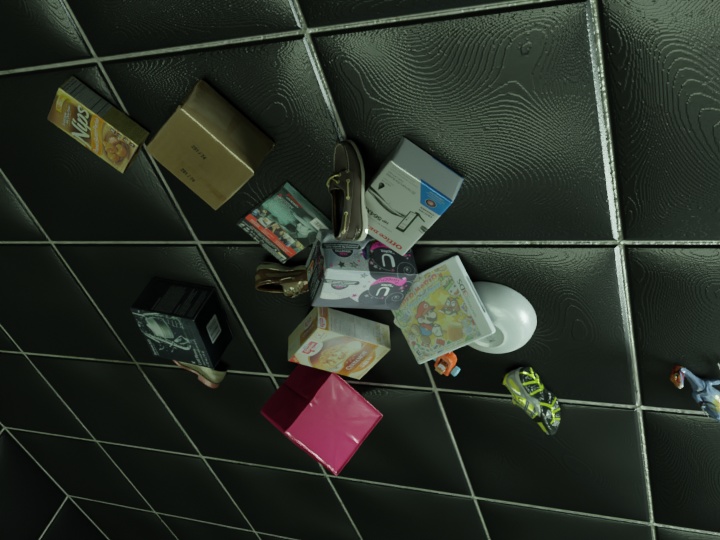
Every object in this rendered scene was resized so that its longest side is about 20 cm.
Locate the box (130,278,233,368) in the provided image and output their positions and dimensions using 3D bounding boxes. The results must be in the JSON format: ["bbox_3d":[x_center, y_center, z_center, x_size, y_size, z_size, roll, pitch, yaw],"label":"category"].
[{"bbox_3d":[-0.472,0.140,2.102,0.196,0.124,0.200,10,137,21],"label":"box"}]

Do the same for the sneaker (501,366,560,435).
[{"bbox_3d":[0.408,0.308,1.872,0.076,0.075,0.200,-14,116,46],"label":"sneaker"}]

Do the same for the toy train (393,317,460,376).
[{"bbox_3d":[0.147,0.161,1.803,0.200,0.056,0.150,40,143,16],"label":"toy train"}]

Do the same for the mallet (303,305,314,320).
[{"bbox_3d":[-0.072,0.169,1.967,0.041,0.066,0.200,-3,133,45],"label":"mallet"}]

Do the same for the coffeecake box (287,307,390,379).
[{"bbox_3d":[-0.052,0.175,1.895,0.200,0.073,0.154,18,136,-25],"label":"coffeecake box"}]

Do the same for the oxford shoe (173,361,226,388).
[{"bbox_3d":[-0.474,0.253,2.278,0.200,0.070,0.075,36,112,-10],"label":"oxford shoe"}]

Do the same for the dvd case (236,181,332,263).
[{"bbox_3d":[-0.171,-0.103,1.769,0.146,0.022,0.200,41,138,-17],"label":"dvd case"}]

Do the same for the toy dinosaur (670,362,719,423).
[{"bbox_3d":[0.725,0.275,1.662,0.181,0.105,0.200,37,155,19],"label":"toy dinosaur"}]

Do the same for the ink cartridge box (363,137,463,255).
[{"bbox_3d":[0.084,-0.140,1.551,0.146,0.084,0.200,32,138,-7],"label":"ink cartridge box"}]

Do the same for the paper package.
[{"bbox_3d":[-0.311,-0.254,1.620,0.200,0.104,0.190,40,139,-17],"label":"paper package"}]

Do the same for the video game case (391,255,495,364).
[{"bbox_3d":[0.167,0.088,1.708,0.200,0.023,0.182,-27,89,32],"label":"video game case"}]

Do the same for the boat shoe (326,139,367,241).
[{"bbox_3d":[-0.031,-0.155,1.528,0.059,0.201,0.072,-4,177,-32],"label":"boat shoe"}]

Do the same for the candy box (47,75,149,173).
[{"bbox_3d":[-0.573,-0.316,1.724,0.200,0.055,0.115,36,138,-12],"label":"candy box"}]

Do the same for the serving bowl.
[{"bbox_3d":[0.282,0.118,1.734,0.200,0.066,0.200,14,139,13],"label":"serving bowl"}]

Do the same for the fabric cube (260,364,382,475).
[{"bbox_3d":[-0.104,0.373,2.042,0.196,0.200,0.199,45,167,-23],"label":"fabric cube"}]

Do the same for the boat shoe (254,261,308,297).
[{"bbox_3d":[-0.156,0.031,1.849,0.199,0.072,0.076,5,151,20],"label":"boat shoe"}]

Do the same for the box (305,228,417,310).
[{"bbox_3d":[0.000,0.000,1.653,0.199,0.115,0.132,3,141,-20],"label":"box"}]
